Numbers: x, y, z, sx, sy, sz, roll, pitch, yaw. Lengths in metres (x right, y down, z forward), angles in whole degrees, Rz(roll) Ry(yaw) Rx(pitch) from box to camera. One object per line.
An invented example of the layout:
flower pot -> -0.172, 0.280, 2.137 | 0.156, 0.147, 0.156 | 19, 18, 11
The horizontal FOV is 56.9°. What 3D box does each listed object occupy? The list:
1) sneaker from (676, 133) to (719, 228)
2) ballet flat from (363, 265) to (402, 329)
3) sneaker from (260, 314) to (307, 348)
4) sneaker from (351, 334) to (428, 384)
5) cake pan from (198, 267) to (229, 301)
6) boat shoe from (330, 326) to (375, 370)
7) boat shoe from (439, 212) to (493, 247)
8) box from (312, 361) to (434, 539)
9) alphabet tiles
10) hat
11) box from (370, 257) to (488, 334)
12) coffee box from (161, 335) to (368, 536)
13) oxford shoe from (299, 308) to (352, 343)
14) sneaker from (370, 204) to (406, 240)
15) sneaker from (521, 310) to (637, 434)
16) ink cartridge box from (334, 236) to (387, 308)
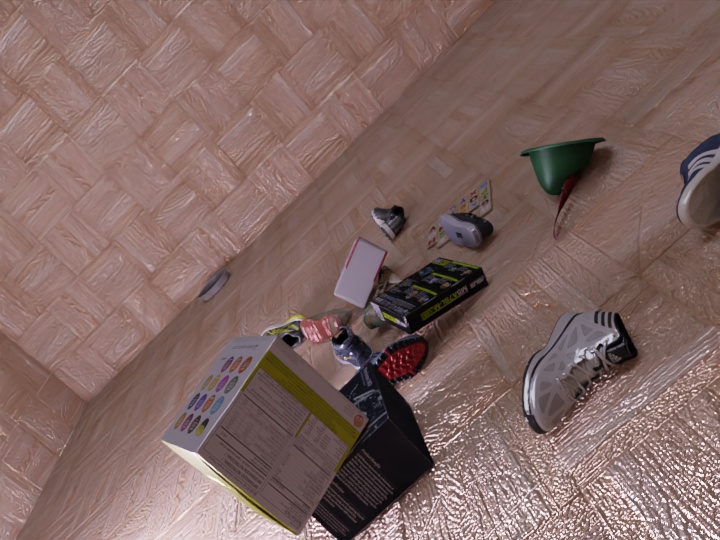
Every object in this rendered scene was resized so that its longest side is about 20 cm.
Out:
sneaker -> 0.500, -0.130, 0.976 | 0.200, 0.076, 0.084 | -43, 18, -26
ballet flat -> 0.065, 0.059, 1.548 | 0.074, 0.069, 0.202 | -10, 34, 26
sneaker -> -0.226, 0.194, 1.867 | 0.198, 0.075, 0.085 | -35, 21, 30
sneaker -> 0.049, 0.178, 1.296 | 0.199, 0.079, 0.096 | -38, 17, 20
cake pan -> -0.717, 0.072, 3.261 | 0.199, 0.037, 0.201 | -41, 19, 17
boat shoe -> -0.032, 0.161, 1.485 | 0.071, 0.091, 0.199 | -47, 18, -12
boat shoe -> 0.240, -0.102, 1.500 | 0.065, 0.071, 0.200 | -28, 13, -8
box -> -0.004, 0.295, 1.096 | 0.196, 0.124, 0.200 | -41, 18, 5
alphabet tiles -> 0.242, -0.133, 1.644 | 0.198, 0.008, 0.169 | -36, 21, 26
hat -> 0.406, -0.161, 1.331 | 0.195, 0.181, 0.165 | -10, 3, -23
box -> 0.135, 0.046, 1.359 | 0.190, 0.048, 0.199 | -29, 15, -15
coffee box -> -0.149, 0.242, 1.009 | 0.200, 0.200, 0.198 | -55, 20, -24
oxford shoe -> -0.088, 0.141, 1.722 | 0.073, 0.072, 0.198 | -31, 11, -35
sneaker -> 0.088, -0.155, 1.943 | 0.090, 0.067, 0.201 | -40, 22, 5
sneaker -> 0.292, 0.124, 0.878 | 0.114, 0.076, 0.202 | -21, 27, 54
ink cartridge box -> 0.000, 0.000, 1.633 | 0.200, 0.081, 0.150 | -98, 32, -86
